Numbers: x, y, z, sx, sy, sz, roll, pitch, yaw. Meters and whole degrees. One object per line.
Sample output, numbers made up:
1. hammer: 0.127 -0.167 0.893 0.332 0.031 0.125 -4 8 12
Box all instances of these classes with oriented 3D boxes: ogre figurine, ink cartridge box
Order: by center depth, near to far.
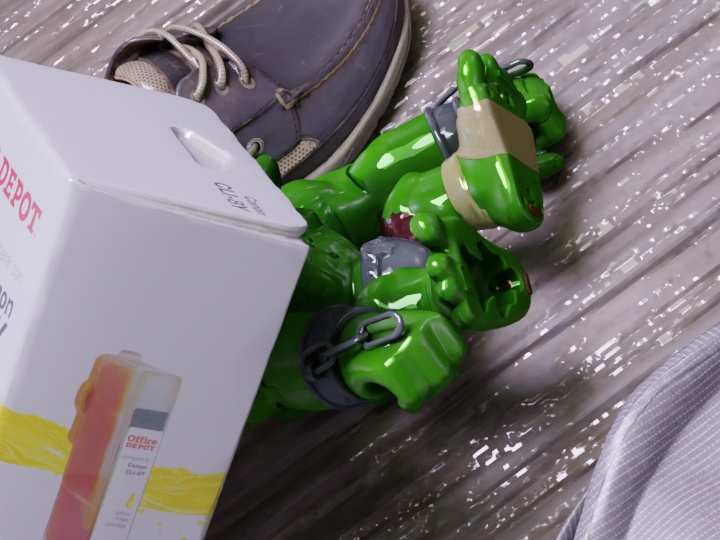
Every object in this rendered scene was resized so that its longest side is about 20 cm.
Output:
1. ink cartridge box: -0.103 0.047 0.929 0.201 0.083 0.145 -69 24 13
2. ogre figurine: 0.000 0.000 0.984 0.120 0.098 0.200 -23 40 25

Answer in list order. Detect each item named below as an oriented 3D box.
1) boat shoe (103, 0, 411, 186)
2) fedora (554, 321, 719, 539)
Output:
1. boat shoe: -0.058 -0.052 1.071 0.074 0.073 0.200 30 74 39
2. fedora: 0.126 0.080 0.864 0.200 0.090 0.177 -38 48 -1
